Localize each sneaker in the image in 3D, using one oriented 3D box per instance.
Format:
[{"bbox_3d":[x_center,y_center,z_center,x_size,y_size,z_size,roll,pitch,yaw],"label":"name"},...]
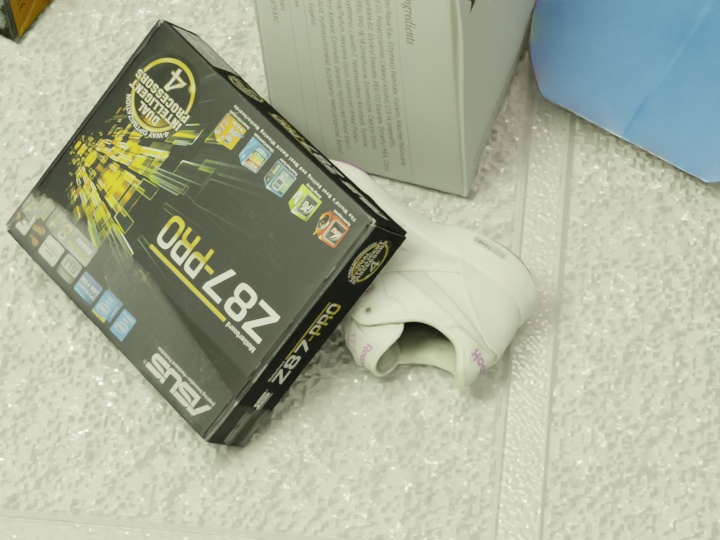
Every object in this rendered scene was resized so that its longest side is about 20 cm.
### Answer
[{"bbox_3d":[0.000,0.000,1.269,0.199,0.075,0.100,24,60,17],"label":"sneaker"}]

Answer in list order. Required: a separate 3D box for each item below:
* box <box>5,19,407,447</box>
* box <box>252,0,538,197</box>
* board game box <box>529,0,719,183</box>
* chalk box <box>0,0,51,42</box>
[{"bbox_3d":[-0.092,-0.023,1.263,0.200,0.049,0.161,44,103,26],"label":"box"},{"bbox_3d":[0.033,-0.189,1.317,0.130,0.201,0.200,15,58,14],"label":"box"},{"bbox_3d":[0.205,-0.135,1.370,0.199,0.039,0.158,29,73,18],"label":"board game box"},{"bbox_3d":[-0.278,-0.264,1.424,0.199,0.125,0.124,27,62,17],"label":"chalk box"}]
